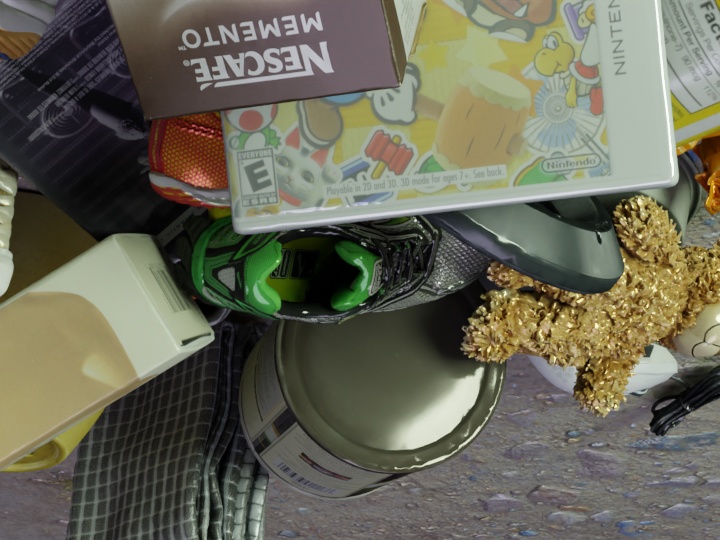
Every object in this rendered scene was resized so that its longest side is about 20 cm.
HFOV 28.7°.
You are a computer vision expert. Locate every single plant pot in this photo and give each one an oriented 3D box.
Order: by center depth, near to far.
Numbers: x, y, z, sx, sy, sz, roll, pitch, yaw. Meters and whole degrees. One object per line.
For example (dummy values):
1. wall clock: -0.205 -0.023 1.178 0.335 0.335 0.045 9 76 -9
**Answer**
1. plant pot: -0.245 0.056 0.978 0.198 0.143 0.201 1 152 0

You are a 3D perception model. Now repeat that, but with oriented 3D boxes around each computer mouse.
1. computer mouse: 0.208 0.086 1.111 0.199 0.044 0.109 18 149 -28

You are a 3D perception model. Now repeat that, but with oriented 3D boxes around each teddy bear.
1. teddy bear: 0.155 0.021 0.850 0.199 0.067 0.146 23 102 -30

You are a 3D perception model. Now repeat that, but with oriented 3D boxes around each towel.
1. towel: -0.145 0.142 1.072 0.085 0.202 0.165 25 146 -38

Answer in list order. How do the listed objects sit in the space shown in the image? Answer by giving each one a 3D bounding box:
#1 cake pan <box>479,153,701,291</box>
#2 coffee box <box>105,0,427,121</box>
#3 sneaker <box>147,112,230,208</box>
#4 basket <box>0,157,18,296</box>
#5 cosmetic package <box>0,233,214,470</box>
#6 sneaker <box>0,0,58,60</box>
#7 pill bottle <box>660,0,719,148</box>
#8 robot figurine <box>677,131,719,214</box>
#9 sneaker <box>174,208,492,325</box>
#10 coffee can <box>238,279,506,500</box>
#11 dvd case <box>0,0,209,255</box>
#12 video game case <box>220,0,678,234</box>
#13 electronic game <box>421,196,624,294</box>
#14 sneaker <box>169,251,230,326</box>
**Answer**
1. cake pan: 0.121 -0.030 0.909 0.198 0.037 0.201 1 152 1
2. coffee box: -0.049 -0.168 0.532 0.113 0.080 0.201 -6 124 14
3. sneaker: -0.026 -0.076 0.767 0.073 0.078 0.199 19 -163 40
4. basket: -0.306 -0.051 0.762 0.199 0.162 0.198 19 147 -31
5. cosmetic package: -0.186 0.061 0.756 0.199 0.071 0.105 -31 179 6
6. sneaker: -0.216 -0.181 0.627 0.199 0.089 0.075 32 176 -14
7. pill bottle: 0.157 -0.122 0.655 0.199 0.115 0.114 -22 144 37
8. robot figurine: 0.263 -0.095 0.756 0.199 0.059 0.145 -17 148 32
9. sneaker: 0.000 0.000 0.793 0.199 0.079 0.085 -8 -159 -34
10. coffee can: 0.000 0.073 0.948 0.145 0.148 0.200 7 165 -10
11. dvd case: -0.115 -0.092 0.745 0.148 0.016 0.200 -41 143 1
12. video game case: 0.030 -0.117 0.615 0.198 0.184 0.023 -6 -179 14
13. electronic game: 0.052 -0.054 0.726 0.199 0.200 0.042 22 113 -32
14. sneaker: -0.108 -0.034 0.871 0.073 0.080 0.201 -2 150 11
